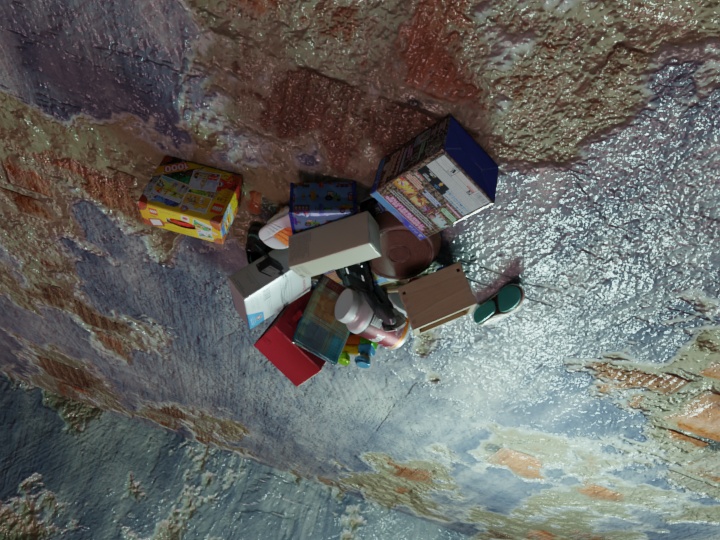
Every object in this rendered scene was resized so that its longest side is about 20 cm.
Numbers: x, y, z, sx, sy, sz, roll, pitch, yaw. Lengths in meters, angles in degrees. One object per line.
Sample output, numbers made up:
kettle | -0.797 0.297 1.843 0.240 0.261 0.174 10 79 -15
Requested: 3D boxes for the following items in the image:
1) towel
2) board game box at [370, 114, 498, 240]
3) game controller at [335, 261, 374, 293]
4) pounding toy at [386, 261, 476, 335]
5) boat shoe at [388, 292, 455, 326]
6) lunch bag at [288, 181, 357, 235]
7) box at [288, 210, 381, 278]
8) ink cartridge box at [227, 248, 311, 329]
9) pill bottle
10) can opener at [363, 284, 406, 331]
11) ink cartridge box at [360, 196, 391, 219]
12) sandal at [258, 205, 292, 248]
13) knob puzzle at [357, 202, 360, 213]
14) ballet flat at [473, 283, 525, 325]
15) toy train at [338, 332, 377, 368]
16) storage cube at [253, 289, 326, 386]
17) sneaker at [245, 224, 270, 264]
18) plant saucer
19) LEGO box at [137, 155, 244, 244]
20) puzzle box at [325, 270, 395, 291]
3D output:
towel | -0.086 0.131 1.572 0.144 0.205 0.022 30 165 -19
board game box | 0.145 -0.176 1.151 0.158 0.099 0.198 38 140 -26
game controller | -0.019 -0.004 1.373 0.101 0.043 0.201 17 160 14
pounding toy | 0.160 0.060 1.384 0.179 0.146 0.200 -22 168 3
boat shoe | 0.159 0.105 1.545 0.196 0.077 0.087 13 148 -10
lunch bag | -0.081 -0.095 1.324 0.145 0.096 0.203 -1 142 -2
box | -0.057 -0.052 1.247 0.194 0.085 0.068 -14 151 21
ink cartridge box | -0.229 0.034 1.497 0.084 0.197 0.147 45 154 25
pill bottle | 0.031 0.126 1.559 0.197 0.116 0.112 26 145 -29
can opener | 0.052 0.079 1.401 0.052 0.201 0.068 -22 121 -8
ink cartridge box | 0.085 -0.094 1.317 0.097 0.040 0.201 -22 132 20
sandal | -0.149 -0.124 1.387 0.203 0.060 0.080 -28 126 18
knob puzzle | 0.017 -0.078 1.393 0.213 0.031 0.223 12 144 9
ballet flat | 0.357 0.087 1.446 0.068 0.071 0.200 26 148 -13
toy train | -0.044 0.230 1.749 0.194 0.118 0.086 -2 141 25
storage cube | -0.167 0.188 1.661 0.180 0.172 0.199 43 141 -7
sneaker | -0.269 -0.031 1.537 0.073 0.081 0.203 8 145 11
plant saucer | 0.085 -0.046 1.315 0.193 0.035 0.204 0 135 0
LEGO box | -0.385 -0.164 1.350 0.194 0.152 0.078 14 146 4
puzzle box | 0.000 0.000 1.473 0.131 0.026 0.197 32 150 -29
